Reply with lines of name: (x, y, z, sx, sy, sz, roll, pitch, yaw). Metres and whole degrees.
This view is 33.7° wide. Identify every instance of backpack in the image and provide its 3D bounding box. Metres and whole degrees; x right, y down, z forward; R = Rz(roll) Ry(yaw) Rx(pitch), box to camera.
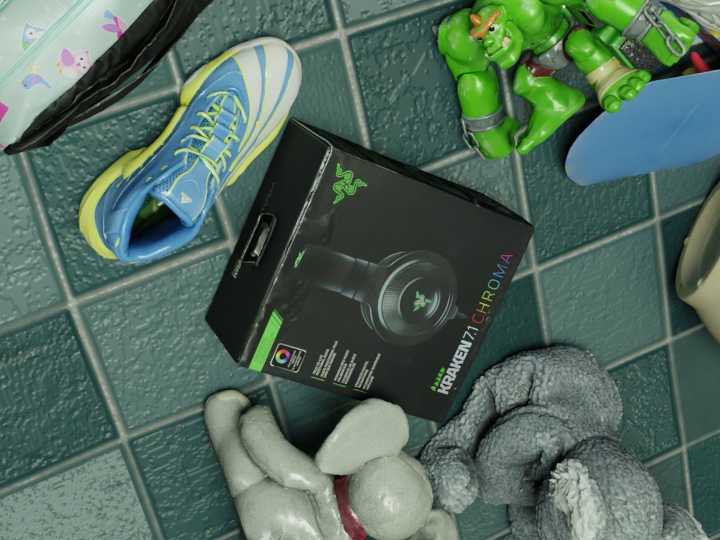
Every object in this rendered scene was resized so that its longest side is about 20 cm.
backpack: (-0.178, -0.168, 0.734, 0.200, 0.167, 0.127, -43, 101, 1)

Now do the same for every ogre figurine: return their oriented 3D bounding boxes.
ogre figurine: (0.131, -0.162, 0.868, 0.120, 0.200, 0.098, 49, 67, -12)

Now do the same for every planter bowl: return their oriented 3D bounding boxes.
planter bowl: (0.355, -0.007, 1.013, 0.134, 0.200, 0.201, 23, 101, -2)

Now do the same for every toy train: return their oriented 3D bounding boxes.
toy train: (0.165, -0.215, 0.909, 0.200, 0.056, 0.042, 40, 91, -31)

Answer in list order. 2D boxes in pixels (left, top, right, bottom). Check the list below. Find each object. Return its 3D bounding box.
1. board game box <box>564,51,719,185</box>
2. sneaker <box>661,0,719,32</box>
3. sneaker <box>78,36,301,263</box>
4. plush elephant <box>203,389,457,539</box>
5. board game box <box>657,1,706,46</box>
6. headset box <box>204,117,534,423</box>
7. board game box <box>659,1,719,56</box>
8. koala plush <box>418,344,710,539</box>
board game box: (0.253, -0.133, 0.962, 0.199, 0.039, 0.158, -12, 158, -17)
sneaker: (0.271, -0.212, 0.867, 0.199, 0.099, 0.078, 4, 107, -21)
sneaker: (-0.105, -0.074, 0.818, 0.200, 0.105, 0.076, -47, 121, 0)
plush elephant: (-0.017, 0.171, 0.904, 0.154, 0.200, 0.165, -18, 109, -11)
board game box: (0.316, -0.252, 0.981, 0.199, 0.019, 0.103, -20, 118, -15)
headset box: (0.000, 0.000, 0.901, 0.200, 0.093, 0.175, 20, 101, -28)
board game box: (0.342, -0.266, 0.956, 0.135, 0.034, 0.200, 30, 97, -30)
koala plush: (0.179, 0.173, 0.987, 0.177, 0.200, 0.184, 27, 98, -29)
